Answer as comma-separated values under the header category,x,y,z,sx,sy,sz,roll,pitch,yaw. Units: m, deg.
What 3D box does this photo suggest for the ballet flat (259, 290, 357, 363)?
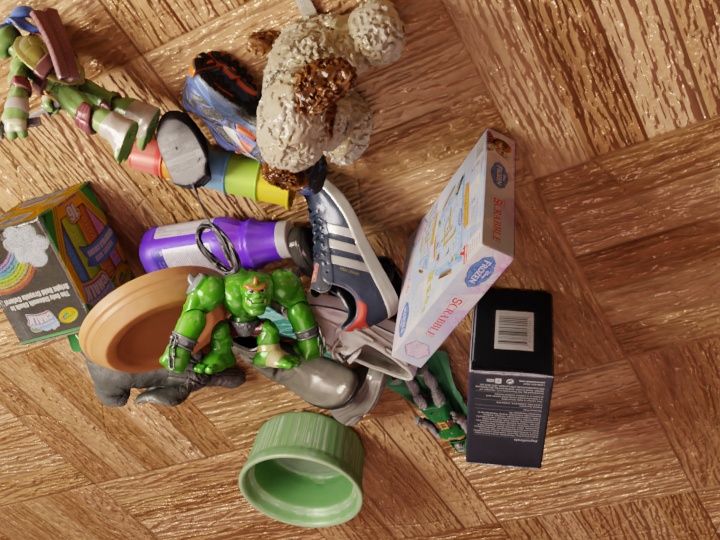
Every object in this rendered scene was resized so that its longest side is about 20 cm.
category,x,y,z,sx,sy,sz,roll,pitch,yaw
ballet flat,-0.071,0.067,1.217,0.200,0.067,0.070,21,117,-12

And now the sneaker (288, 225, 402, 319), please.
category,x,y,z,sx,sy,sz,roll,pitch,yaw
sneaker,-0.001,0.002,1.145,0.104,0.060,0.200,-14,135,27

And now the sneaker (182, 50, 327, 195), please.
category,x,y,z,sx,sy,sz,roll,pitch,yaw
sneaker,-0.119,-0.158,1.008,0.200,0.075,0.078,44,139,-8

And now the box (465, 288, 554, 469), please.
category,x,y,z,sx,sy,sz,roll,pitch,yaw
box,0.195,0.145,1.178,0.104,0.148,0.200,3,133,8

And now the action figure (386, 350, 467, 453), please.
category,x,y,z,sx,sy,sz,roll,pitch,yaw
action figure,0.115,0.205,1.317,0.118,0.055,0.200,-14,130,29

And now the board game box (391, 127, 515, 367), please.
category,x,y,z,sx,sy,sz,roll,pitch,yaw
board game box,0.105,-0.025,1.000,0.041,0.200,0.200,24,134,-12

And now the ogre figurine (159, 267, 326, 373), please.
category,x,y,z,sx,sy,sz,roll,pitch,yaw
ogre figurine,-0.141,0.059,1.082,0.200,0.098,0.120,-2,96,-4

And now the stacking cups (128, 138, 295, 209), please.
category,x,y,z,sx,sy,sz,roll,pitch,yaw
stacking cups,-0.177,-0.117,1.063,0.200,0.061,0.061,9,134,2

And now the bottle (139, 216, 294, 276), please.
category,x,y,z,sx,sy,sz,roll,pitch,yaw
bottle,-0.180,-0.028,1.144,0.200,0.065,0.084,-8,138,17

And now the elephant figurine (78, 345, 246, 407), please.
category,x,y,z,sx,sy,sz,roll,pitch,yaw
elephant figurine,-0.276,0.134,1.275,0.200,0.155,0.142,9,122,5

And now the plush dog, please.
category,x,y,z,sx,sy,sz,roll,pitch,yaw
plush dog,-0.055,-0.176,0.905,0.160,0.172,0.200,18,135,-6

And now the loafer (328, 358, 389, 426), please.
category,x,y,z,sx,sy,sz,roll,pitch,yaw
loafer,-0.010,0.171,1.277,0.070,0.070,0.200,28,147,-3

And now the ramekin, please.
category,x,y,z,sx,sy,sz,roll,pitch,yaw
ramekin,-0.087,0.316,1.429,0.200,0.098,0.200,5,133,6

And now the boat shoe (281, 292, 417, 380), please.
category,x,y,z,sx,sy,sz,roll,pitch,yaw
boat shoe,-0.013,0.090,1.163,0.200,0.066,0.072,24,145,-19

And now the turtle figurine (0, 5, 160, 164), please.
category,x,y,z,sx,sy,sz,roll,pitch,yaw
turtle figurine,-0.337,-0.168,0.982,0.194,0.200,0.144,27,171,0

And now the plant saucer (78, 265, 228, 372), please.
category,x,y,z,sx,sy,sz,roll,pitch,yaw
plant saucer,-0.252,0.070,1.127,0.200,0.037,0.200,-24,152,-14

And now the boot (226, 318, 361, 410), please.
category,x,y,z,sx,sy,sz,roll,pitch,yaw
boot,-0.106,0.125,1.208,0.200,0.068,0.131,13,163,39

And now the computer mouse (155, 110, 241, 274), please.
category,x,y,z,sx,sy,sz,roll,pitch,yaw
computer mouse,-0.181,-0.089,1.030,0.059,0.034,0.200,-13,104,23

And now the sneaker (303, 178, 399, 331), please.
category,x,y,z,sx,sy,sz,roll,pitch,yaw
sneaker,-0.035,-0.019,1.060,0.200,0.084,0.075,60,164,3

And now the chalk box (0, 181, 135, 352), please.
category,x,y,z,sx,sy,sz,roll,pitch,yaw
chalk box,-0.382,0.010,1.145,0.125,0.124,0.200,-13,112,20
